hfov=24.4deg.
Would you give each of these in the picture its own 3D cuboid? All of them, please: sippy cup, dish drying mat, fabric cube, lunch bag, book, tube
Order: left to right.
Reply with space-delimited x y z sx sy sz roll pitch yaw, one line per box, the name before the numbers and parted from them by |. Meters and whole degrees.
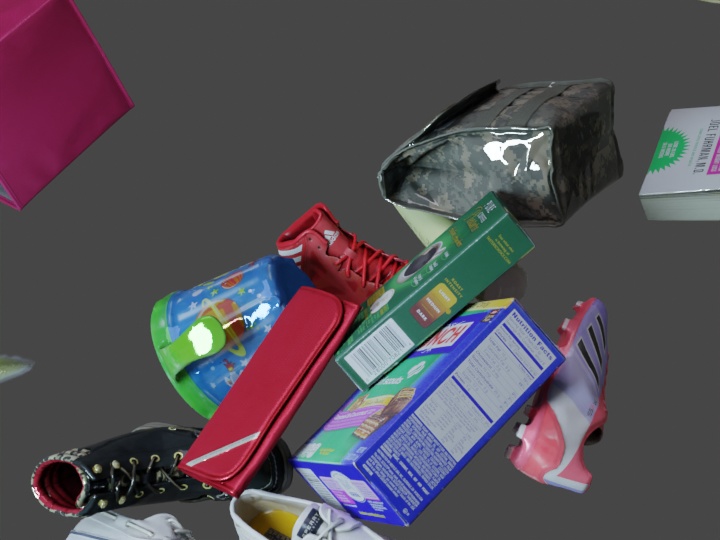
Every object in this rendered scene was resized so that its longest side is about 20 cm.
fabric cube | -0.437 -0.229 2.017 0.200 0.197 0.199 24 62 43
sippy cup | -0.105 0.055 1.561 0.130 0.140 0.178 -31 27 20
dish drying mat | -0.079 0.101 1.446 0.077 0.018 0.200 16 65 41
tube | 0.086 -0.029 1.609 0.052 0.058 0.200 -15 35 -26
lunch bag | 0.131 -0.115 1.607 0.199 0.118 0.164 1 20 31
book | 0.373 -0.105 1.554 0.199 0.048 0.134 -2 43 30

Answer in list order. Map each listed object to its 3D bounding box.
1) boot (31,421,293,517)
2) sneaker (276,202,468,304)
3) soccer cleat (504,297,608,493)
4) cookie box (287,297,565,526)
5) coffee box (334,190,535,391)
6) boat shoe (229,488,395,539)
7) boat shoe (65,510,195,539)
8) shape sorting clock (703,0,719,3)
boot | -0.176 0.183 1.481 0.203 0.074 0.153 1 8 38
sneaker | 0.000 0.000 1.594 0.199 0.116 0.079 3 49 31
soccer cleat | 0.186 0.106 1.434 0.076 0.067 0.200 29 47 1
cookie box | 0.053 0.119 1.421 0.200 0.075 0.171 -44 11 -19
coffee box | 0.062 0.017 1.477 0.200 0.044 0.123 -41 10 5
boat shoe | -0.031 0.231 1.408 0.199 0.070 0.071 17 58 39
boat shoe | -0.179 0.249 1.479 0.199 0.072 0.066 3 53 42
shape sorting clock | 0.418 -0.357 1.788 0.199 0.039 0.201 -16 42 15
